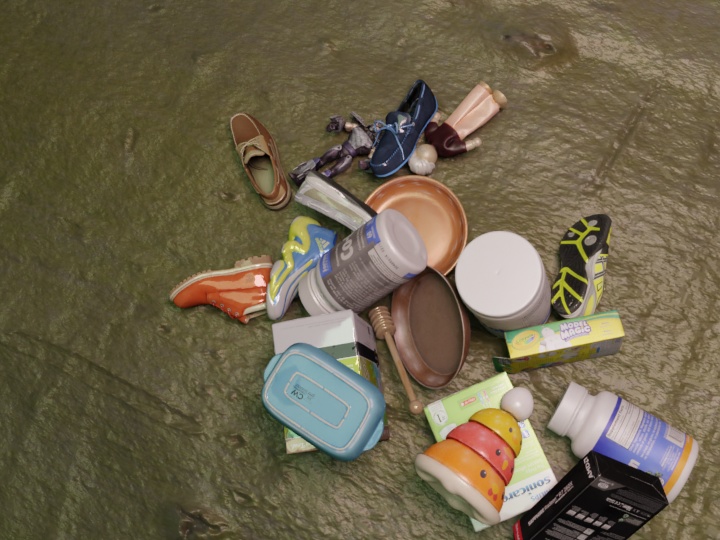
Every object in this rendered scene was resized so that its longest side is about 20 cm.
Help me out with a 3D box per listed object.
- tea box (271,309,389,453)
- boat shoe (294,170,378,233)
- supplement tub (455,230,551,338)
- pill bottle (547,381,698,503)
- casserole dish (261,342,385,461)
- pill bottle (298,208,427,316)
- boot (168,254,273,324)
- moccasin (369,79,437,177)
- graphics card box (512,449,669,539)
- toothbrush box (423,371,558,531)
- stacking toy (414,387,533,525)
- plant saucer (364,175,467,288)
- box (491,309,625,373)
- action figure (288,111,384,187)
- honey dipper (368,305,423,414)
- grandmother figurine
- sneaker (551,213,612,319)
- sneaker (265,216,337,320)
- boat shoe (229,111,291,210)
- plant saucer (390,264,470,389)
[{"bbox_3d":[-0.042,0.182,1.151,0.132,0.200,0.199,-10,77,9],"label":"tea box"},{"bbox_3d":[-0.020,-0.090,1.231,0.201,0.074,0.065,37,104,2],"label":"boat shoe"},{"bbox_3d":[0.226,0.028,1.122,0.130,0.200,0.133,-5,73,18],"label":"supplement tub"},{"bbox_3d":[0.389,0.254,1.093,0.199,0.112,0.113,28,85,16],"label":"pill bottle"},{"bbox_3d":[-0.058,0.185,1.031,0.199,0.039,0.122,31,86,16],"label":"casserole dish"},{"bbox_3d":[0.000,0.000,1.161,0.199,0.113,0.115,-35,72,29],"label":"pill bottle"},{"bbox_3d":[-0.244,0.050,1.290,0.198,0.075,0.108,-16,80,7],"label":"boot"},{"bbox_3d":[0.064,-0.252,1.262,0.080,0.068,0.201,6,55,34],"label":"moccasin"},{"bbox_3d":[0.325,0.353,1.041,0.124,0.051,0.201,23,124,-13],"label":"graphics card box"},{"bbox_3d":[0.206,0.281,1.138,0.145,0.086,0.202,-26,73,6],"label":"toothbrush box"},{"bbox_3d":[0.186,0.250,1.054,0.146,0.146,0.200,34,72,16],"label":"stacking toy"},{"bbox_3d":[0.089,-0.065,1.262,0.198,0.037,0.203,-3,77,11],"label":"plant saucer"},{"bbox_3d":[0.304,0.117,1.136,0.198,0.117,0.049,-14,68,8],"label":"box"},{"bbox_3d":[-0.032,-0.207,1.302,0.199,0.069,0.130,-39,69,-2],"label":"action figure"},{"bbox_3d":[0.060,0.148,1.189,0.038,0.038,0.201,-25,55,6],"label":"honey dipper"},{"bbox_3d":[0.159,-0.245,1.272,0.200,0.061,0.121,-44,41,-3],"label":"grandmother figurine"},{"bbox_3d":[0.366,-0.002,1.180,0.075,0.076,0.201,2,58,46],"label":"sneaker"},{"bbox_3d":[-0.094,-0.001,1.254,0.104,0.076,0.202,13,68,8],"label":"sneaker"},{"bbox_3d":[-0.187,-0.209,1.330,0.075,0.074,0.201,-30,74,4],"label":"boat shoe"},{"bbox_3d":[0.116,0.088,1.167,0.034,0.200,0.202,-8,72,-30],"label":"plant saucer"}]
